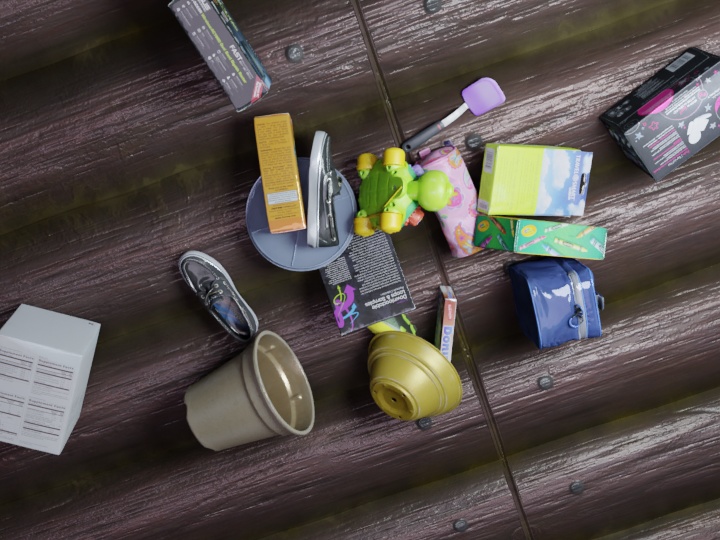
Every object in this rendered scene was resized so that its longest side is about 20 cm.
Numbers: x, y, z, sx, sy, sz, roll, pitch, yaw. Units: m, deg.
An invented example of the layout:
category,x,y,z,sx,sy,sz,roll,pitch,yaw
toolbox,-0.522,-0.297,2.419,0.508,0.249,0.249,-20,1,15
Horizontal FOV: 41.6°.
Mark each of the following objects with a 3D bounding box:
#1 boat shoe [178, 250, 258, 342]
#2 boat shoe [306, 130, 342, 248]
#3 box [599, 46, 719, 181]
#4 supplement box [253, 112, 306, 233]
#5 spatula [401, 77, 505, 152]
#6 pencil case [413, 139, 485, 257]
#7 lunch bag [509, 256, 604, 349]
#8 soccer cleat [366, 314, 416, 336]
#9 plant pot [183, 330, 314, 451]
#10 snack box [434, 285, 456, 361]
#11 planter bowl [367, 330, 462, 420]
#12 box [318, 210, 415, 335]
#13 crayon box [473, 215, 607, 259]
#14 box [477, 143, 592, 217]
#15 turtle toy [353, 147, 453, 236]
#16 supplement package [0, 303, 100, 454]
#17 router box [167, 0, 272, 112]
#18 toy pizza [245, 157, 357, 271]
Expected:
category,x,y,z,sx,sy,sz,roll,pitch,yaw
boat shoe,-0.258,0.052,1.717,0.070,0.066,0.200,-32,108,7
boat shoe,-0.059,-0.138,1.624,0.056,0.069,0.201,3,97,2
box,0.539,-0.269,1.624,0.200,0.132,0.115,-37,111,9
supplement box,-0.137,-0.165,1.623,0.069,0.067,0.201,-10,92,-1
spatula,0.156,-0.267,1.658,0.200,0.021,0.057,-33,109,8
pencil case,0.165,-0.123,1.676,0.087,0.087,0.200,-25,109,5
lunch bag,0.356,0.051,1.685,0.132,0.200,0.136,-13,104,-2
soccer cleat,0.049,0.105,1.766,0.083,0.065,0.201,-16,113,26
plant pot,-0.212,0.238,1.731,0.183,0.201,0.201,-25,109,16
snack box,0.155,0.135,1.767,0.024,0.072,0.201,2,108,-4
planter bowl,0.079,0.212,1.725,0.200,0.083,0.201,23,137,23
box,0.000,0.000,1.692,0.143,0.036,0.201,-19,83,3
crayon box,0.314,-0.058,1.649,0.199,0.119,0.058,4,94,-29
box,0.306,-0.158,1.661,0.199,0.048,0.122,0,105,-25
turtle toy,0.070,-0.130,1.606,0.101,0.200,0.146,7,84,-36
supplement package,-0.575,0.193,1.700,0.150,0.152,0.201,15,107,-8
router box,-0.222,-0.365,1.534,0.062,0.150,0.200,-30,108,7
toy pizza,-0.104,-0.099,1.675,0.199,0.032,0.201,0,90,6
